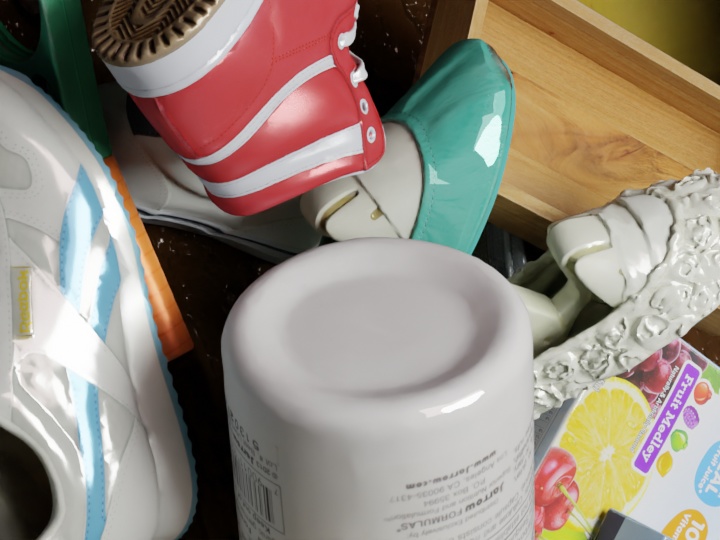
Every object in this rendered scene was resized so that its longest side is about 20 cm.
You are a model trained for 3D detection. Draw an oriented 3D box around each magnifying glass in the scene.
[{"bbox_3d":[-0.112,-0.058,0.960,0.022,0.079,0.201,-27,95,-31],"label":"magnifying glass"}]

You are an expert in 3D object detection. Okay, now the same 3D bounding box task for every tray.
[{"bbox_3d":[0.107,-0.052,1.123,0.199,0.037,0.099,26,68,-34],"label":"tray"}]

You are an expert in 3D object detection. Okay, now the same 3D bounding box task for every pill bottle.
[{"bbox_3d":[0.010,0.098,0.968,0.114,0.114,0.201,-43,142,-42],"label":"pill bottle"}]

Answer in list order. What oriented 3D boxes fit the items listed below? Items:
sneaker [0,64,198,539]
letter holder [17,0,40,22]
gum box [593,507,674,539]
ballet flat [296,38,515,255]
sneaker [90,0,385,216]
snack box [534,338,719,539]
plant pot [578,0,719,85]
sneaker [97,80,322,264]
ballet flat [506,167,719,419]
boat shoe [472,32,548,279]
[{"bbox_3d":[-0.127,0.018,0.933,0.081,0.076,0.201,-23,93,-44],"label":"sneaker"},{"bbox_3d":[-0.087,-0.222,1.022,0.142,0.100,0.200,55,48,-16],"label":"letter holder"},{"bbox_3d":[0.146,0.222,1.117,0.200,0.044,0.171,32,84,-34],"label":"gum box"},{"bbox_3d":[0.000,0.000,1.012,0.070,0.067,0.201,7,112,-38],"label":"ballet flat"},{"bbox_3d":[-0.015,-0.111,0.958,0.200,0.071,0.113,-53,135,-25],"label":"sneaker"},{"bbox_3d":[0.137,0.116,1.144,0.200,0.053,0.143,35,82,-33],"label":"snack box"},{"bbox_3d":[0.210,-0.195,1.247,0.200,0.195,0.195,-31,101,-51],"label":"plant pot"},{"bbox_3d":[-0.031,-0.042,1.045,0.199,0.071,0.074,3,77,-44],"label":"sneaker"},{"bbox_3d":[0.081,0.017,1.058,0.072,0.200,0.072,50,13,-16],"label":"ballet flat"},{"bbox_3d":[0.085,-0.021,1.157,0.074,0.065,0.203,-2,81,-44],"label":"boat shoe"}]
